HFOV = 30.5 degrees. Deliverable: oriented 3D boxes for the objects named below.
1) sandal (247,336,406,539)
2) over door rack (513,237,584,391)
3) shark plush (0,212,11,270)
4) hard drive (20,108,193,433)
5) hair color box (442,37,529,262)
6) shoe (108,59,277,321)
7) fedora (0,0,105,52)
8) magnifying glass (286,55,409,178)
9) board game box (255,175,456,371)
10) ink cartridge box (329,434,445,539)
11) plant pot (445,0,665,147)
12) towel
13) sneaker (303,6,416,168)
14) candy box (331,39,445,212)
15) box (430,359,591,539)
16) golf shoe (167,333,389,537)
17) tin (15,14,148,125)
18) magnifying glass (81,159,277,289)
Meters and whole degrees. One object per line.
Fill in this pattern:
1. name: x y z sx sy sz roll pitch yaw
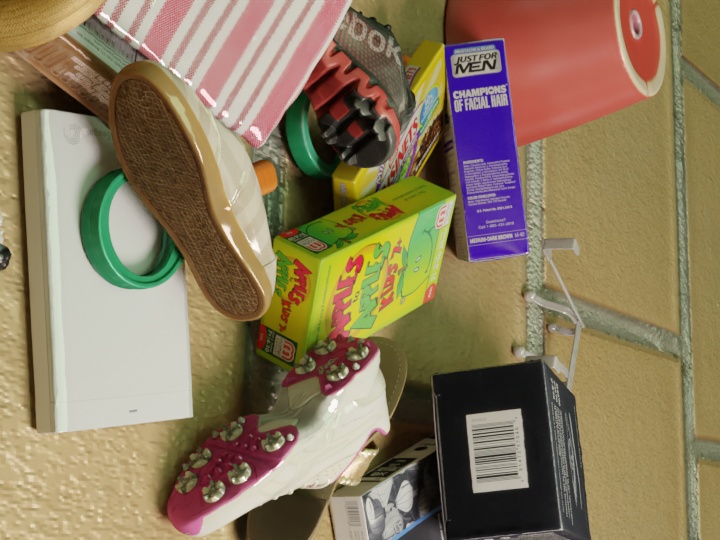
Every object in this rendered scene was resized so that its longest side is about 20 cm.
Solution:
1. sandal: -0.030 0.149 1.047 0.070 0.077 0.212 95 21 -54
2. over door rack: 0.189 0.075 1.367 0.200 0.066 0.149 71 28 -58
3. shark plush: -0.281 -0.032 0.698 0.199 0.091 0.084 12 54 -35
4. hard drive: -0.165 0.001 0.875 0.132 0.026 0.202 2 84 -58
5. hair color box: 0.114 -0.112 1.259 0.109 0.064 0.202 -126 -152 -88
6. shoe: -0.104 -0.056 0.861 0.054 0.069 0.201 -61 141 -41
7. fedora: -0.216 -0.209 0.746 0.082 0.199 0.203 126 -36 -79
8. magnifying glass: -0.004 -0.143 1.144 0.200 0.022 0.080 -45 122 -52
9. board game box: 0.000 0.000 1.065 0.200 0.047 0.102 -28 136 -52
10. ink cartridge box: 0.046 0.213 1.161 0.200 0.039 0.100 -21 102 -58
11. plant pot: 0.208 -0.236 1.364 0.200 0.176 0.202 14 73 -55
12. towel: -0.094 -0.190 0.872 0.200 0.030 0.147 38 80 -43
13. sneaker: -0.024 -0.182 1.054 0.201 0.071 0.098 54 44 -8
14. candy box: 0.028 -0.104 1.153 0.103 0.026 0.201 83 29 -45
15. box: 0.140 0.174 1.196 0.200 0.103 0.149 43 40 -67
16. golf shoe: -0.049 0.135 0.955 0.200 0.075 0.092 -39 125 -25
17. tin: -0.167 -0.160 0.864 0.200 0.042 0.113 38 48 -43
18. magnifying glass: -0.120 -0.044 0.913 0.200 0.022 0.080 -29 109 -54
